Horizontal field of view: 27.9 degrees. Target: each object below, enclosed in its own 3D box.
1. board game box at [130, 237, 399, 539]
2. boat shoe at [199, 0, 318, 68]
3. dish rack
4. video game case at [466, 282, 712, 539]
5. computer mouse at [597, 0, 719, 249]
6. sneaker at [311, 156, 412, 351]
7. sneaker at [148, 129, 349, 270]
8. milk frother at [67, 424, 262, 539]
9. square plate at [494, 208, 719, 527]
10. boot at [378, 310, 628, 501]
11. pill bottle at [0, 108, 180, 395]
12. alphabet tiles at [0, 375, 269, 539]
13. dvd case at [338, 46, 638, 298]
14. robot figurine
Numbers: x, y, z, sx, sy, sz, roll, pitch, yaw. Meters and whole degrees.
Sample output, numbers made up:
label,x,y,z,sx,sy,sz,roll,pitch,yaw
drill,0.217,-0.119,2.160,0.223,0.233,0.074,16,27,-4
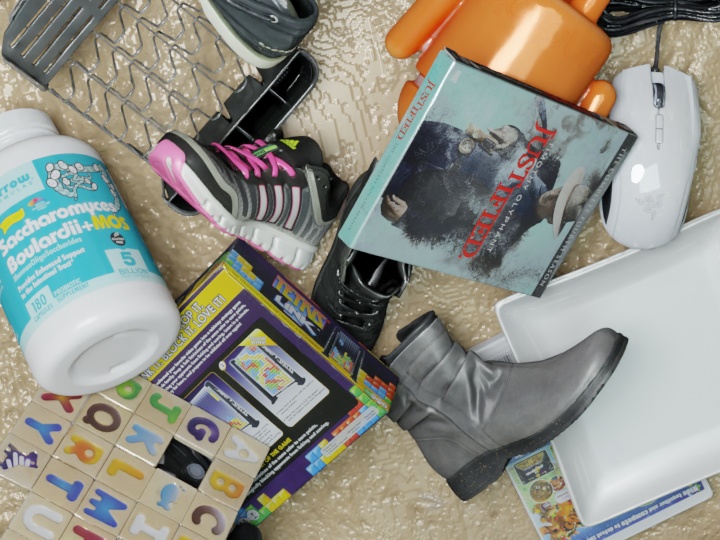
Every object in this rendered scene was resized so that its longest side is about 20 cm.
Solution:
label,x,y,z,sx,sy,sz,roll,pitch,yaw
board game box,-0.098,0.098,1.096,0.165,0.057,0.200,43,117,-9
boat shoe,-0.103,-0.226,0.975,0.066,0.075,0.200,-21,113,48
dish rack,-0.148,-0.151,1.040,0.200,0.055,0.153,37,97,-33
video game case,0.179,0.126,1.164,0.143,0.018,0.200,-26,102,2
computer mouse,0.222,-0.116,1.080,0.109,0.044,0.201,3,88,-3
sneaker,0.003,0.001,1.069,0.060,0.104,0.200,11,114,-7
sneaker,-0.073,-0.069,1.038,0.074,0.200,0.088,42,96,33
milk frother,-0.178,0.249,1.048,0.180,0.200,0.188,30,125,-7
square plate,0.229,0.076,1.132,0.198,0.028,0.201,-23,102,1
boot,0.093,0.077,1.087,0.132,0.070,0.200,46,118,-1
pill bottle,-0.216,-0.019,1.035,0.111,0.111,0.200,-33,66,4
alphabet tiles,-0.168,0.152,0.995,0.167,0.200,0.008,29,131,-3
dvd case,0.093,-0.061,1.008,0.200,0.022,0.146,14,112,-44
robot figurine,0.102,-0.144,1.053,0.144,0.117,0.200,24,104,-44
